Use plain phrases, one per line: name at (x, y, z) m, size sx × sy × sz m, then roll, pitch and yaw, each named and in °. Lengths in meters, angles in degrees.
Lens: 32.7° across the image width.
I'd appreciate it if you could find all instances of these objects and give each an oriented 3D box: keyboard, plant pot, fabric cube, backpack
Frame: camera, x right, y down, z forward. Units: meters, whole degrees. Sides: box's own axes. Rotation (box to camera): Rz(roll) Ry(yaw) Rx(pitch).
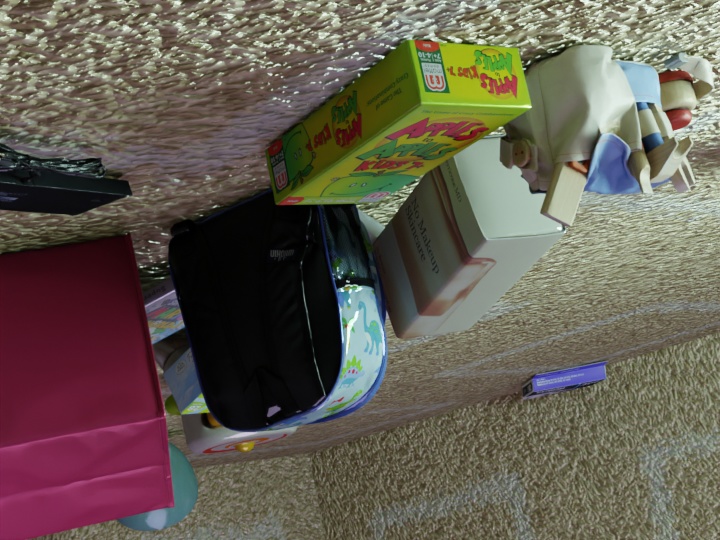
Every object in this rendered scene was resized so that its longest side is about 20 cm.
keyboard at (-0.250, -0.067, 0.888) m, size 0.126 × 0.021 × 0.199 m, roll -14°, pitch 170°, yaw 38°
plant pot at (-0.451, 0.436, 2.637) m, size 0.197 × 0.201 × 0.136 m, roll -9°, pitch 130°, yaw -12°
fabric cube at (-0.286, 0.113, 1.125) m, size 0.197 × 0.198 × 0.201 m, roll -11°, pitch 147°, yaw -13°
backpack at (-0.062, 0.040, 1.117) m, size 0.181 × 0.203 × 0.146 m, roll -19°, pitch 166°, yaw 29°

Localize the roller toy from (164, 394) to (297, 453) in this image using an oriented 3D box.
roller toy at (-0.190, 0.214, 1.924) m, size 0.181 × 0.142 × 0.199 m, roll -3°, pitch 165°, yaw -37°

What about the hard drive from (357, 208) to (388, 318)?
hard drive at (0.000, 0.000, 1.280) m, size 0.131 × 0.027 × 0.199 m, roll -18°, pitch 151°, yaw 30°

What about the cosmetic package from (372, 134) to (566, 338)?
cosmetic package at (0.090, -0.027, 1.116) m, size 0.086 × 0.104 × 0.200 m, roll -6°, pitch 154°, yaw -26°

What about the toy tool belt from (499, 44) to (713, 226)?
toy tool belt at (0.198, -0.094, 0.948) m, size 0.198 × 0.124 × 0.124 m, roll -3°, pitch 165°, yaw -38°

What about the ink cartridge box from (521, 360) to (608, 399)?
ink cartridge box at (0.526, 0.283, 3.159) m, size 0.195 × 0.044 × 0.200 m, roll -10°, pitch 166°, yaw -5°

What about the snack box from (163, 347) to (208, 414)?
snack box at (-0.125, 0.109, 1.574) m, size 0.169 × 0.068 × 0.199 m, roll -43°, pitch 152°, yaw 27°

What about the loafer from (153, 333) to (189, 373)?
loafer at (-0.218, 0.111, 1.657) m, size 0.072 × 0.063 × 0.200 m, roll -54°, pitch 160°, yaw 8°

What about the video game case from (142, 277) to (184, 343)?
video game case at (-0.205, 0.041, 1.310) m, size 0.198 × 0.018 × 0.143 m, roll -28°, pitch 165°, yaw 5°

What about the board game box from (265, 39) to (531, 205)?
board game box at (0.022, -0.104, 0.911) m, size 0.101 × 0.048 × 0.199 m, roll -3°, pitch 165°, yaw -35°
